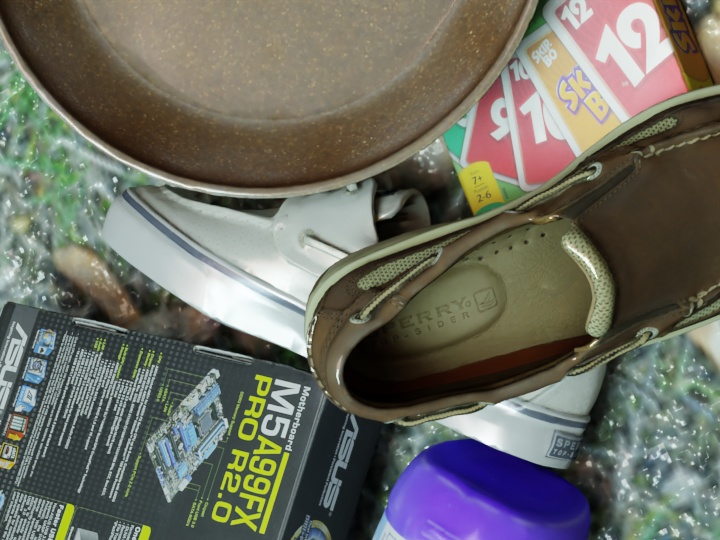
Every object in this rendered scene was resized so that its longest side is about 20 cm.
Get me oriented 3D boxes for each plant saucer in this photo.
[{"bbox_3d":[-0.032,-0.125,0.831,0.199,0.037,0.202,0,91,5],"label":"plant saucer"}]

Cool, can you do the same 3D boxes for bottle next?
[{"bbox_3d":[0.015,0.160,0.876,0.065,0.083,0.201,29,106,22],"label":"bottle"}]

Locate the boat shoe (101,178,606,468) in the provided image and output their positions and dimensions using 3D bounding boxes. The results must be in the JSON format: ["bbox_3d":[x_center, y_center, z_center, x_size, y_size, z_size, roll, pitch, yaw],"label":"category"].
[{"bbox_3d":[0.000,0.000,0.880,0.199,0.071,0.070,25,96,24],"label":"boat shoe"}]

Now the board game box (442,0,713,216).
[{"bbox_3d":[0.047,-0.127,0.854,0.095,0.030,0.201,-23,83,30],"label":"board game box"}]

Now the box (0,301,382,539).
[{"bbox_3d":[-0.093,0.123,0.903,0.159,0.044,0.201,11,78,33],"label":"box"}]

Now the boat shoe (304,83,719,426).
[{"bbox_3d":[0.078,0.001,0.788,0.201,0.075,0.075,-26,102,5],"label":"boat shoe"}]

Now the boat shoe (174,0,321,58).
[{"bbox_3d":[-0.060,-0.159,0.888,0.063,0.071,0.201,-40,73,26],"label":"boat shoe"}]
